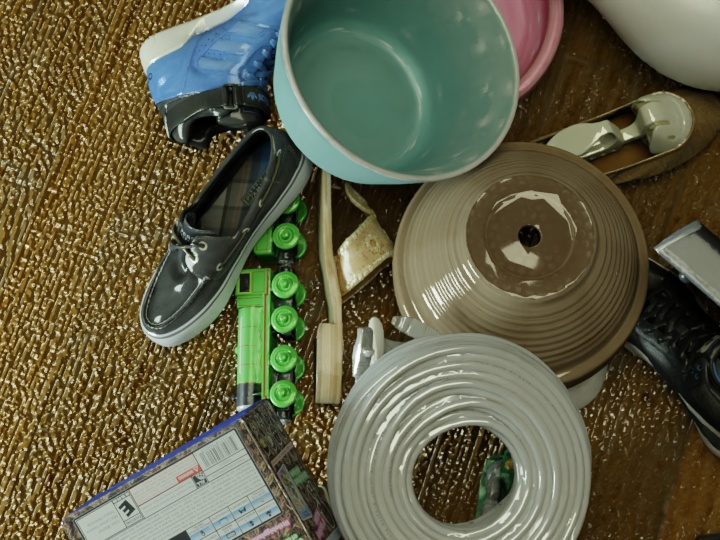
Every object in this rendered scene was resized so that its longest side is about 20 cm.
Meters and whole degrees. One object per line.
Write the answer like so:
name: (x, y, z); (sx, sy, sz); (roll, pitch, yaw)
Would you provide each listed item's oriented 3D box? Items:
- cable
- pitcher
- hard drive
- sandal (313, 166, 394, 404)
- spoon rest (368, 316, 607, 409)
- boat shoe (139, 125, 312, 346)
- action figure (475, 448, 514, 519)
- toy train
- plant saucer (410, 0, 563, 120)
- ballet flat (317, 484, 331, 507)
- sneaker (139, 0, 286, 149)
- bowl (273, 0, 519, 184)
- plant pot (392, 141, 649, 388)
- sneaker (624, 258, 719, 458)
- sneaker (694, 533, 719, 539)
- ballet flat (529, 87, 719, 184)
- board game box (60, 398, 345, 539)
cable: (0.075, 0.146, 1.528); (0.199, 0.069, 0.201); (14, 90, -7)
pitcher: (0.253, -0.242, 1.716); (0.199, 0.121, 0.172); (29, 36, -1)
hard drive: (0.286, 0.016, 1.583); (0.135, 0.200, 0.042); (42, 96, 11)
sandal: (0.000, 0.001, 1.663); (0.069, 0.078, 0.213); (2, 81, -4)
spoon rest: (0.099, 0.065, 1.654); (0.199, 0.061, 0.100); (3, 73, -12)
boat shoe: (-0.116, -0.031, 1.648); (0.200, 0.066, 0.070); (-50, 58, 5)
action figure: (0.125, 0.211, 1.605); (0.118, 0.055, 0.201); (2, 68, 4)
toy train: (-0.073, 0.025, 1.671); (0.056, 0.042, 0.201); (-2, 72, 10)
plant saucer: (0.068, -0.209, 1.736); (0.199, 0.051, 0.201); (0, 72, 0)
ballet flat: (-0.017, 0.198, 1.601); (0.199, 0.073, 0.073); (3, 73, 5)
sneaker: (-0.080, -0.168, 1.690); (0.199, 0.077, 0.112); (-24, 72, 17)
bowl: (0.013, -0.147, 1.618); (0.200, 0.105, 0.202); (8, 69, -22)
plant pot: (0.124, -0.013, 1.586); (0.200, 0.093, 0.202); (0, 72, 0)
sneaker: (0.258, 0.050, 1.620); (0.073, 0.112, 0.200); (-35, 75, -10)
sneaker: (0.264, 0.253, 1.586); (0.200, 0.076, 0.091); (-32, 63, -13)
ballet flat: (0.206, -0.107, 1.690); (0.199, 0.072, 0.068); (-18, 71, -5)
board game box: (-0.093, 0.223, 1.529); (0.159, 0.097, 0.201); (-29, 90, 11)
